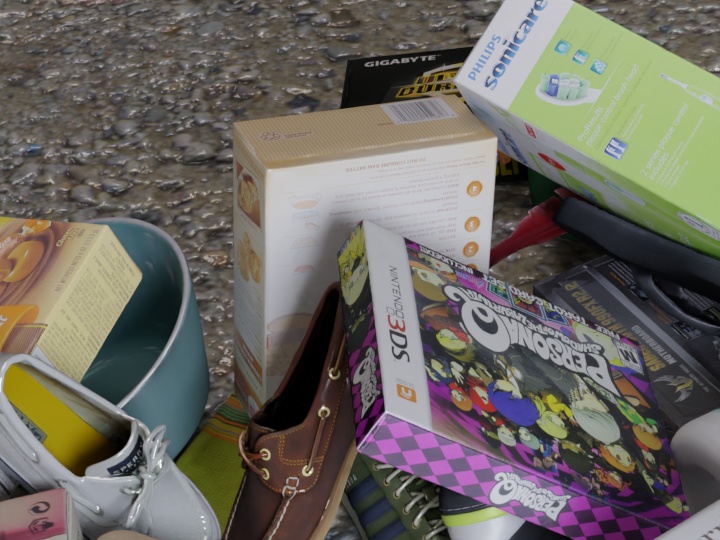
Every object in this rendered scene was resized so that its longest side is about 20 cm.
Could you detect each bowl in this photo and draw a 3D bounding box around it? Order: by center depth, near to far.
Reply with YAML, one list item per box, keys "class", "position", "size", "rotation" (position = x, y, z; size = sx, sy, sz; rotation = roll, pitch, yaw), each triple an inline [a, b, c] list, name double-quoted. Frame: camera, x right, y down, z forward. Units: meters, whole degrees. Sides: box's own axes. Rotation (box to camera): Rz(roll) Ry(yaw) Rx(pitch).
- class: "bowl"
  position: [-0.179, 0.074, 1.310]
  size: [0.200, 0.105, 0.201]
  rotation: [-17, 42, 15]

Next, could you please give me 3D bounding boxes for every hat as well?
- class: "hat"
  position: [0.163, -0.028, 1.437]
  size: [0.199, 0.166, 0.177]
  rotation: [15, 71, -11]

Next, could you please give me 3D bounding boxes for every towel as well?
- class: "towel"
  position: [-0.083, 0.130, 1.303]
  size: [0.086, 0.018, 0.200]
  rotation: [7, 37, 27]

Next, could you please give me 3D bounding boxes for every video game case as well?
- class: "video game case"
  position: [0.084, 0.068, 1.120]
  size: [0.199, 0.036, 0.182]
  rotation: [24, 30, -19]

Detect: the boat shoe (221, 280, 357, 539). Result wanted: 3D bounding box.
- class: "boat shoe"
  position: [-0.038, 0.098, 1.187]
  size: [0.070, 0.201, 0.070]
  rotation: [23, 7, -37]

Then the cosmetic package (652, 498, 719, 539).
- class: "cosmetic package"
  position: [0.255, 0.205, 0.948]
  size: [0.164, 0.166, 0.200]
  rotation: [-26, 35, -25]

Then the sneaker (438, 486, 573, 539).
- class: "sneaker"
  position: [0.109, 0.146, 1.172]
  size: [0.072, 0.083, 0.200]
  rotation: [-18, -5, 37]

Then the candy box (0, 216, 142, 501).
- class: "candy box"
  position: [-0.233, 0.059, 1.236]
  size: [0.115, 0.055, 0.200]
  rotation: [4, 53, 34]

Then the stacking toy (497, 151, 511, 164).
- class: "stacking toy"
  position: [0.044, -0.072, 1.496]
  size: [0.199, 0.116, 0.110]
  rotation: [-21, 33, -22]

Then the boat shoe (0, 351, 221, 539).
- class: "boat shoe"
  position: [-0.142, 0.110, 1.157]
  size: [0.086, 0.202, 0.075]
  rotation: [-14, 39, 49]

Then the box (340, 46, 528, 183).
- class: "box"
  position: [0.084, -0.127, 1.627]
  size: [0.199, 0.049, 0.160]
  rotation: [-5, 34, 8]

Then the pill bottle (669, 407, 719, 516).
- class: "pill bottle"
  position: [0.285, 0.104, 1.148]
  size: [0.199, 0.111, 0.111]
  rotation: [-22, 34, -16]

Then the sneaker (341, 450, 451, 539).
- class: "sneaker"
  position: [0.026, 0.128, 1.204]
  size: [0.067, 0.090, 0.200]
  rotation: [-19, 34, -17]

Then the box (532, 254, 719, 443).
- class: "box"
  position: [0.229, 0.045, 1.314]
  size: [0.158, 0.048, 0.200]
  rotation: [-22, 34, -15]

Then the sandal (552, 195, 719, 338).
- class: "sandal"
  position: [0.202, 0.010, 1.282]
  size: [0.200, 0.076, 0.043]
  rotation: [28, 88, 44]

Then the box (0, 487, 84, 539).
- class: "box"
  position: [-0.242, 0.219, 1.108]
  size: [0.199, 0.128, 0.109]
  rotation: [-12, 32, -3]

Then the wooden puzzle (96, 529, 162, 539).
- class: "wooden puzzle"
  position: [-0.050, 0.226, 1.069]
  size: [0.199, 0.037, 0.185]
  rotation: [16, 27, -18]

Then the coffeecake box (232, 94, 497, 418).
- class: "coffeecake box"
  position: [0.000, 0.000, 1.287]
  size: [0.153, 0.201, 0.073]
  rotation: [-9, 31, -19]

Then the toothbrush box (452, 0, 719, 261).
- class: "toothbrush box"
  position: [0.174, -0.086, 1.267]
  size: [0.200, 0.146, 0.086]
  rotation: [32, 86, 19]
